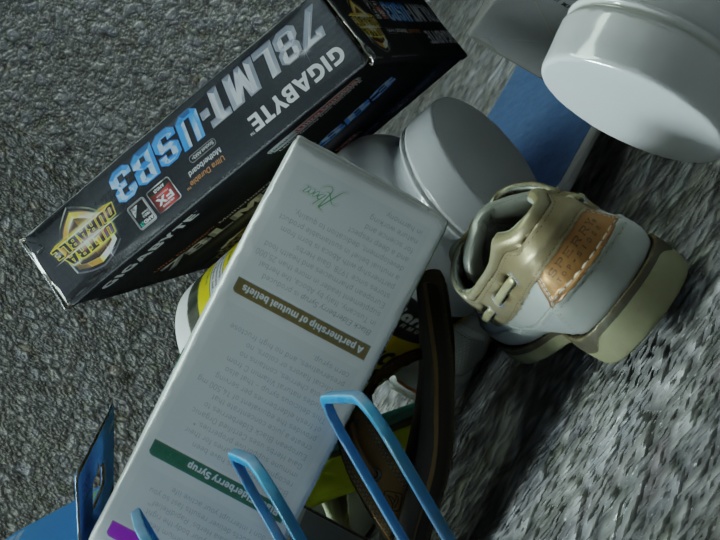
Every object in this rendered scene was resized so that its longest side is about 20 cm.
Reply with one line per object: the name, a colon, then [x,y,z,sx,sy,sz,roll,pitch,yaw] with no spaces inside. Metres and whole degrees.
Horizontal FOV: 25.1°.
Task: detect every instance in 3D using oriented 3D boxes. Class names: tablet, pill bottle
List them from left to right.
pill bottle: [0.000,0.000,0.878,0.200,0.112,0.113,-40,16,29]
tablet: [0.114,-0.097,0.952,0.130,0.014,0.201,-19,33,51]
pill bottle: [0.152,-0.150,0.657,0.201,0.111,0.111,-63,6,-9]

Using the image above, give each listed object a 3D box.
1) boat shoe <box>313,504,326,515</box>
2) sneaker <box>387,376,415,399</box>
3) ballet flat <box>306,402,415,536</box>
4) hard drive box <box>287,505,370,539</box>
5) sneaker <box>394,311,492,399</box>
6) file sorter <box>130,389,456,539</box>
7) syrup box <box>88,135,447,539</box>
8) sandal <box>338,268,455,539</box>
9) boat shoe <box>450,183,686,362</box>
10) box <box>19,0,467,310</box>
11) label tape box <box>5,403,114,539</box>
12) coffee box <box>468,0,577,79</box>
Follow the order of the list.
boat shoe: [-0.049,0.183,1.064,0.201,0.068,0.075,-60,7,26]
sneaker: [0.000,0.013,1.098,0.080,0.129,0.199,-62,3,18]
ballet flat: [-0.030,0.132,0.936,0.199,0.067,0.067,-15,-3,-31]
hard drive box: [-0.057,0.244,0.816,0.156,0.076,0.201,-54,9,51]
sneaker: [0.068,-0.008,0.987,0.092,0.075,0.201,-49,19,31]
file sorter: [-0.055,0.146,0.614,0.199,0.123,0.139,-30,1,-10]
syrup box: [-0.041,0.048,0.731,0.201,0.081,0.079,-62,1,-1]
sandal: [0.012,0.098,0.762,0.082,0.054,0.201,-95,15,-87]
boat shoe: [0.079,-0.006,0.715,0.075,0.068,0.200,-54,6,-8]
box: [-0.052,-0.066,0.837,0.200,0.050,0.198,-39,-3,17]
label tape box: [-0.148,0.178,0.770,0.144,0.063,0.202,-111,17,-82]
coffee box: [0.151,-0.183,0.811,0.201,0.114,0.080,-63,5,-22]
